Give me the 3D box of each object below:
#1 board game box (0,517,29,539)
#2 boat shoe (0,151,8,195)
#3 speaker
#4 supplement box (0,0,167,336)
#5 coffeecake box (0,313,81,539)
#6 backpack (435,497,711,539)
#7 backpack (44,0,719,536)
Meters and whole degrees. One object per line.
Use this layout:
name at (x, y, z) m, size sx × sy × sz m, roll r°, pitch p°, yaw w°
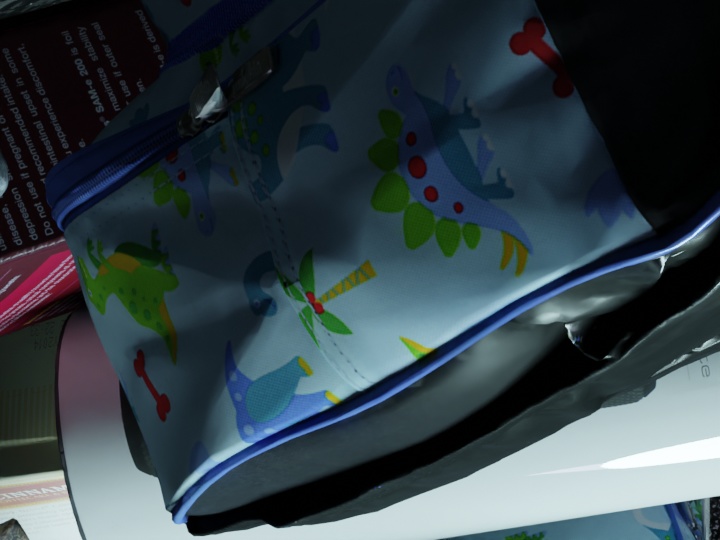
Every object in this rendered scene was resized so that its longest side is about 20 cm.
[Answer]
board game box at (-0.163, 0.169, 0.905) m, size 0.159 × 0.097 × 0.200 m, roll -30°, pitch 177°, yaw -17°
boat shoe at (-0.166, 0.000, 0.604) m, size 0.199 × 0.068 × 0.072 m, roll -24°, pitch 175°, yaw 11°
speaker at (0.024, 0.033, 0.769) m, size 0.199 × 0.082 × 0.081 m, roll -9°, pitch 177°, yaw 11°
supplement box at (-0.102, -0.018, 0.738) m, size 0.200 × 0.061 × 0.109 m, roll -21°, pitch 173°, yaw -34°
coffeecake box at (-0.095, 0.070, 1.032) m, size 0.153 × 0.073 × 0.200 m, roll -8°, pitch 158°, yaw 25°
backpack at (0.040, 0.112, 0.838) m, size 0.163 × 0.201 × 0.154 m, roll -13°, pitch 161°, yaw -8°
backpack at (0.032, -0.041, 0.604) m, size 0.200 × 0.147 × 0.183 m, roll -34°, pitch 169°, yaw 39°
